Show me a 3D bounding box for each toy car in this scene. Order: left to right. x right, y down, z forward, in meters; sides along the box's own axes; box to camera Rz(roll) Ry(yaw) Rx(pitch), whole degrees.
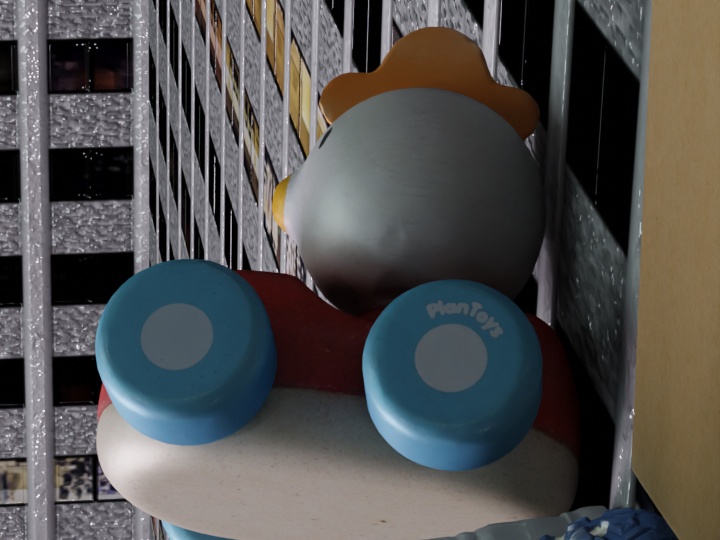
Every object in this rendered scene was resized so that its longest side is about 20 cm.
[{"bbox_3d":[0.000,0.000,1.008,0.184,0.176,0.201,80,-164,-64],"label":"toy car"}]

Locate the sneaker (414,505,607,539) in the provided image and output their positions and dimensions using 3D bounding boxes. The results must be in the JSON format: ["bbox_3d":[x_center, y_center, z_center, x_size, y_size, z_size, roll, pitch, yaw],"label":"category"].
[{"bbox_3d":[0.030,0.176,0.961,0.074,0.115,0.201,-114,22,-63],"label":"sneaker"}]

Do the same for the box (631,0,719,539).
[{"bbox_3d":[0.105,-0.012,0.730,0.164,0.021,0.201,-119,28,-71],"label":"box"}]

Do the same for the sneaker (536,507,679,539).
[{"bbox_3d":[0.052,0.166,0.859,0.200,0.085,0.077,-56,13,10],"label":"sneaker"}]
